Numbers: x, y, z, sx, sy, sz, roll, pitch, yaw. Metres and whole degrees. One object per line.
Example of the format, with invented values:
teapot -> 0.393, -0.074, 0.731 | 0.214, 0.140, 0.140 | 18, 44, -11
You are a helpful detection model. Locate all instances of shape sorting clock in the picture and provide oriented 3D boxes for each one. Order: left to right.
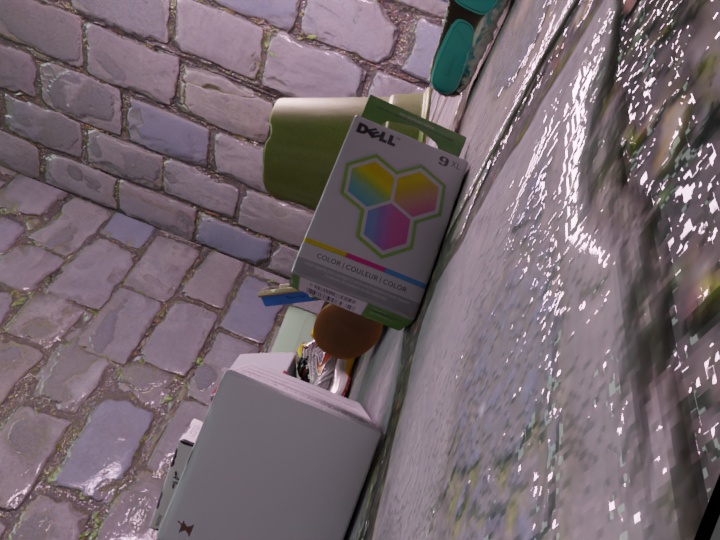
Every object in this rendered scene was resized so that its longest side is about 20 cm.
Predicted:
shape sorting clock -> -0.073, 0.030, 1.028 | 0.200, 0.199, 0.039 | 163, 100, -88

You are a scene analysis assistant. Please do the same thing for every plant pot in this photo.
plant pot -> -0.020, -0.142, 0.777 | 0.200, 0.189, 0.201 | 8, -90, -88

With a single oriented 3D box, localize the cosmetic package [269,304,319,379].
cosmetic package -> -0.094, 0.169, 1.000 | 0.103, 0.087, 0.200 | 28, -98, -55

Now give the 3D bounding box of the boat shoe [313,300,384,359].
boat shoe -> 0.008, 0.021, 0.643 | 0.200, 0.070, 0.070 | -56, 6, 47

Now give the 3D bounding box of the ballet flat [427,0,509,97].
ballet flat -> 0.133, -0.297, 0.703 | 0.072, 0.072, 0.200 | -71, 3, -48

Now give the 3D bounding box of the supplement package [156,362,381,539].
supplement package -> -0.065, 0.149, 0.492 | 0.200, 0.117, 0.117 | 123, 170, -83

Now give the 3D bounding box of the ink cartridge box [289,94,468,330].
ink cartridge box -> 0.024, -0.062, 0.520 | 0.059, 0.104, 0.200 | 120, 172, -74

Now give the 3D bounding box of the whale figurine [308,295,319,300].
whale figurine -> 0.000, 0.000, 0.863 | 0.159, 0.104, 0.200 | -38, 28, 2

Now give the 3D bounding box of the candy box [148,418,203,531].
candy box -> -0.206, 0.352, 0.960 | 0.072, 0.200, 0.168 | -75, 7, -76

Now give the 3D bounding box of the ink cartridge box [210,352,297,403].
ink cartridge box -> -0.128, 0.227, 0.805 | 0.145, 0.083, 0.201 | -75, -17, -77

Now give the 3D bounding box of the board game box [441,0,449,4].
board game box -> 0.169, -0.450, 0.826 | 0.200, 0.097, 0.160 | -75, 7, -74

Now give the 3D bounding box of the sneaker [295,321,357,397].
sneaker -> -0.057, 0.145, 0.826 | 0.200, 0.082, 0.078 | -72, 4, -53
